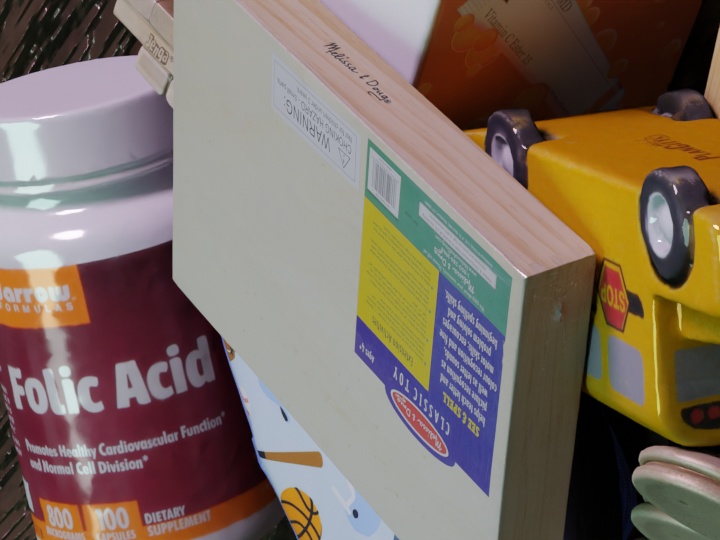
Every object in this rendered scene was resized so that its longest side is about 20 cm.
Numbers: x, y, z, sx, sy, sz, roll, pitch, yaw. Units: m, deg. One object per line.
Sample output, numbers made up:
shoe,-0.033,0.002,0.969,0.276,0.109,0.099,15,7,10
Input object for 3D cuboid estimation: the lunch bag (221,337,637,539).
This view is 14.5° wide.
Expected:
lunch bag,0.022,0.041,1.058,0.160,0.076,0.200,-40,73,55

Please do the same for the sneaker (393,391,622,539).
sneaker,0.044,0.100,0.923,0.200,0.082,0.074,82,-165,-48

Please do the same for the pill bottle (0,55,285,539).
pill bottle,-0.100,0.018,1.194,0.114,0.114,0.200,13,119,54

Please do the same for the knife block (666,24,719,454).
knife block,0.133,-0.018,0.847,0.176,0.064,0.200,160,101,-70

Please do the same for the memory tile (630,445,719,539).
memory tile,0.167,0.106,0.789,0.200,0.017,0.153,25,167,13

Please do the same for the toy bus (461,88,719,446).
toy bus,0.084,-0.004,0.795,0.200,0.065,0.078,-151,55,-67

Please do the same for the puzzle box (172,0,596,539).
puzzle box,0.000,0.000,0.852,0.200,0.025,0.133,46,143,42

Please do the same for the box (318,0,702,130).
box,0.033,-0.089,0.913,0.098,0.124,0.200,50,145,28

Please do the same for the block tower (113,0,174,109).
block tower,-0.025,-0.141,0.931,0.054,0.058,0.200,46,133,25
